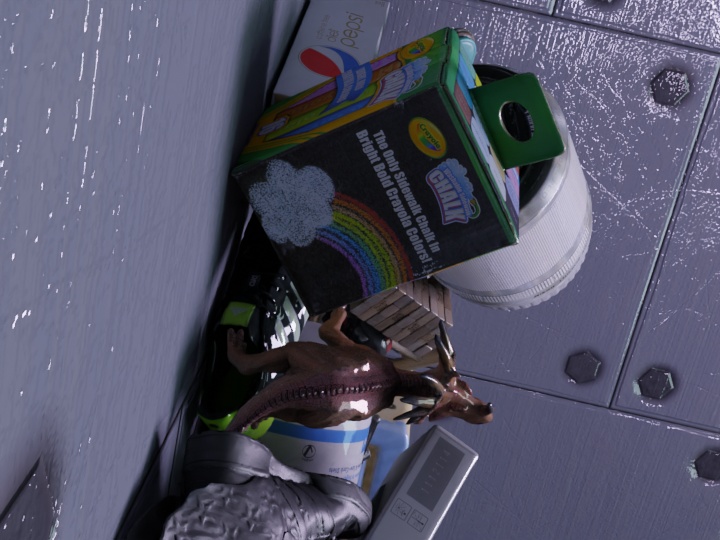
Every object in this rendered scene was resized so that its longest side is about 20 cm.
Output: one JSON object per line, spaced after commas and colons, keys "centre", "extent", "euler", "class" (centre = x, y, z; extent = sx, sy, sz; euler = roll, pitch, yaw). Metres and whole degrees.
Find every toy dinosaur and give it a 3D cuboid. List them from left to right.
{"centre": [-0.006, 0.076, 0.758], "extent": [0.200, 0.135, 0.086], "euler": [-13, 109, -46], "class": "toy dinosaur"}

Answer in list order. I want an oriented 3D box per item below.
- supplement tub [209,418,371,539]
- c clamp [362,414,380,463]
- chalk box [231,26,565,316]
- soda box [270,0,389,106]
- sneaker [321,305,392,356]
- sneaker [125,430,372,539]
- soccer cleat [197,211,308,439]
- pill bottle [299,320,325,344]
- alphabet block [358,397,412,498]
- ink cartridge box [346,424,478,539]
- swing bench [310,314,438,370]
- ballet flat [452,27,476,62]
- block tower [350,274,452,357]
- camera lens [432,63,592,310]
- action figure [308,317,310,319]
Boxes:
{"centre": [-0.071, 0.188, 0.934], "extent": [0.132, 0.131, 0.201], "euler": [-72, 174, -85], "class": "supplement tub"}
{"centre": [-0.074, 0.224, 1.082], "extent": [0.027, 0.200, 0.171], "euler": [49, -28, 29], "class": "c clamp"}
{"centre": [0.036, -0.076, 0.767], "extent": [0.125, 0.199, 0.124], "euler": [62, 19, -23], "class": "chalk box"}
{"centre": [-0.025, -0.159, 0.921], "extent": [0.200, 0.068, 0.064], "euler": [-77, -179, -51], "class": "soda box"}
{"centre": [-0.004, -0.004, 1.089], "extent": [0.071, 0.098, 0.201], "euler": [108, -38, -52], "class": "sneaker"}
{"centre": [-0.062, 0.167, 0.693], "extent": [0.200, 0.060, 0.105], "euler": [36, 44, -44], "class": "sneaker"}
{"centre": [-0.073, 0.026, 0.824], "extent": [0.081, 0.067, 0.201], "euler": [56, 43, -68], "class": "soccer cleat"}
{"centre": [-0.072, 0.156, 1.125], "extent": [0.113, 0.112, 0.200], "euler": [-77, 179, -49], "class": "pill bottle"}
{"centre": [-0.045, 0.220, 1.379], "extent": [0.200, 0.195, 0.197], "euler": [-72, 177, -73], "class": "alphabet block"}
{"centre": [-0.001, 0.227, 0.833], "extent": [0.200, 0.045, 0.176], "euler": [-55, 178, -30], "class": "ink cartridge box"}
{"centre": [-0.001, 0.028, 1.255], "extent": [0.200, 0.130, 0.199], "euler": [-36, -148, 46], "class": "swing bench"}
{"centre": [0.028, -0.137, 1.001], "extent": [0.075, 0.068, 0.200], "euler": [46, -61, 40], "class": "ballet flat"}
{"centre": [0.000, 0.000, 0.989], "extent": [0.054, 0.200, 0.058], "euler": [-36, -143, 31], "class": "block tower"}
{"centre": [0.107, -0.065, 0.946], "extent": [0.200, 0.159, 0.160], "euler": [47, 52, -62], "class": "camera lens"}
{"centre": [-0.051, -0.057, 1.027], "extent": [0.052, 0.065, 0.201], "euler": [-7, 116, -44], "class": "action figure"}
